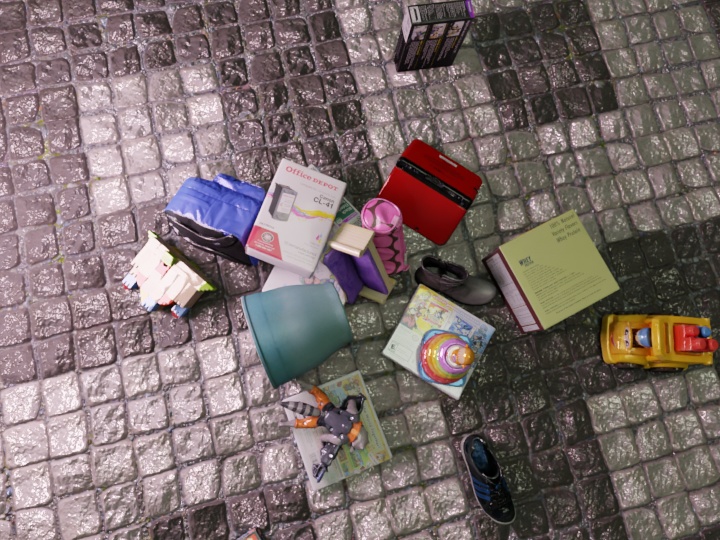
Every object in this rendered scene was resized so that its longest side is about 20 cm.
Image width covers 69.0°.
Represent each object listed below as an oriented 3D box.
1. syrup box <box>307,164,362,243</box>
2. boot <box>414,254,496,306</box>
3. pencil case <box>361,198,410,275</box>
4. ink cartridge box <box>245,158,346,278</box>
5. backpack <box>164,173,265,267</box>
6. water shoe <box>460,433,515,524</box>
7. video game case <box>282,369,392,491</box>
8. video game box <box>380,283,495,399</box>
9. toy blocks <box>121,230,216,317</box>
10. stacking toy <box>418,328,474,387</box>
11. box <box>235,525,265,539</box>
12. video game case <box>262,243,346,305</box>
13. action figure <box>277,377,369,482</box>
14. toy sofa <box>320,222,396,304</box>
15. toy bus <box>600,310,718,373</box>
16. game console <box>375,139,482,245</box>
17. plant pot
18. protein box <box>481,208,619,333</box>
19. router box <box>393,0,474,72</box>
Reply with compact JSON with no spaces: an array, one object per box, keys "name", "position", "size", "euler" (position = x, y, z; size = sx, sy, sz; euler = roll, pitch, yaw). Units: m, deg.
[{"name":"syrup box","position":[-0.075,-0.133,1.180],"size":[0.079,0.082,0.200],"euler":[-38,76,-22]},{"name":"boot","position":[0.220,0.026,1.163],"size":[0.199,0.132,0.070],"euler":[12,77,-2]},{"name":"pencil case","position":[0.057,-0.068,1.134],"size":[0.093,0.200,0.091],"euler":[31,72,24]},{"name":"ink cartridge box","position":[-0.130,-0.104,1.070],"size":[0.147,0.086,0.201],"euler":[21,77,-7]},{"name":"backpack","position":[-0.303,-0.118,1.140],"size":[0.199,0.163,0.168],"euler":[17,63,10]},{"name":"water shoe","position":[0.272,0.448,1.110],"size":[0.071,0.079,0.201],"euler":[-25,82,-9]},{"name":"video game case","position":[-0.050,0.343,1.134],"size":[0.181,0.023,0.201],"euler":[-20,80,-8]},{"name":"video game box","position":[0.173,0.158,1.177],"size":[0.200,0.047,0.183],"euler":[31,81,2]},{"name":"toy blocks","position":[-0.429,0.028,1.139],"size":[0.200,0.100,0.137],"euler":[39,90,4]},{"name":"stacking toy","position":[0.187,0.175,1.050],"size":[0.109,0.200,0.117],"euler":[12,80,-2]},{"name":"box","position":[-0.220,0.645,1.051],"size":[0.136,0.038,0.200],"euler":[-31,83,-10]},{"name":"video game case","position":[-0.099,0.000,1.197],"size":[0.181,0.024,0.201],"euler":[26,78,1]},{"name":"action figure","position":[-0.076,0.329,1.074],"size":[0.193,0.105,0.201],"euler":[20,75,10]},{"name":"toy sofa","position":[0.000,0.000,1.109],"size":[0.083,0.200,0.098],"euler":[19,65,29]},{"name":"toy bus","position":[0.662,0.153,1.145],"size":[0.199,0.192,0.136],"euler":[4,80,-2]},{"name":"game console","position":[0.165,-0.191,1.260],"size":[0.200,0.119,0.173],"euler":[32,47,2]},{"name":"plant pot","position":[-0.123,0.114,1.081],"size":[0.187,0.200,0.201],"euler":[-21,81,-8]},{"name":"protein box","position":[0.420,0.006,1.181],"size":[0.198,0.135,0.201],"euler":[-26,82,-8]},{"name":"router box","position":[0.167,-0.549,1.238],"size":[0.148,0.200,0.051],"euler":[-9,82,-7]}]
